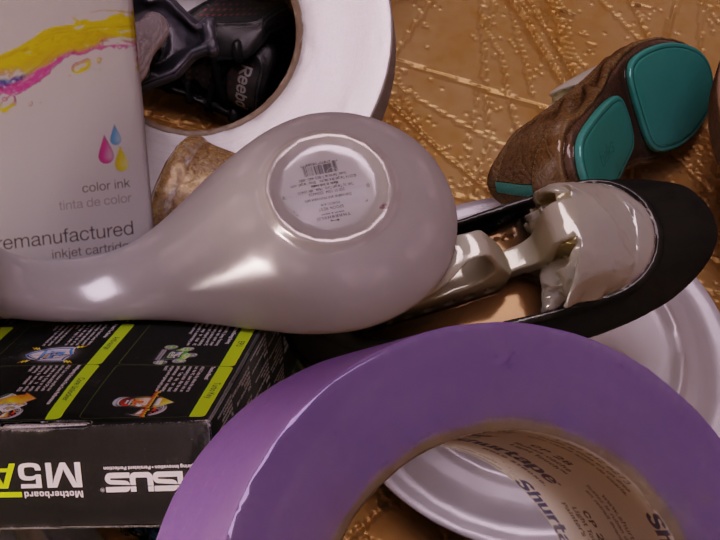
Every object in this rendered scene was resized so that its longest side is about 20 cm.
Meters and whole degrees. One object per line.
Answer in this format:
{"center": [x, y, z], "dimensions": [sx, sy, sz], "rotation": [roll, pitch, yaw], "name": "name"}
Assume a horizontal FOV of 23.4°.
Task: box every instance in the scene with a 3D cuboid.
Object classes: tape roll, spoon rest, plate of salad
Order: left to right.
{"center": [-0.081, -0.114, 0.892], "dimensions": [0.202, 0.037, 0.203], "rotation": [-1, 78, 3], "name": "tape roll"}
{"center": [-0.060, -0.014, 0.700], "dimensions": [0.200, 0.061, 0.099], "rotation": [-8, 64, -10], "name": "spoon rest"}
{"center": [0.034, 0.120, 0.576], "dimensions": [0.200, 0.085, 0.200], "rotation": [3, 81, -22], "name": "tape roll"}
{"center": [0.085, 0.051, 0.858], "dimensions": [0.200, 0.048, 0.200], "rotation": [1, 57, -1], "name": "plate of salad"}

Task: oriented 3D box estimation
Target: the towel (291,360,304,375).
{"center": [-0.098, 0.031, 0.869], "dimensions": [0.152, 0.023, 0.200], "rotation": [-32, 62, -26], "name": "towel"}

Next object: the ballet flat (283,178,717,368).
{"center": [0.065, 0.001, 0.739], "dimensions": [0.200, 0.068, 0.068], "rotation": [-18, 71, -9], "name": "ballet flat"}

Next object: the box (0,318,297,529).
{"center": [-0.133, 0.049, 0.706], "dimensions": [0.193, 0.048, 0.200], "rotation": [0, 14, 6], "name": "box"}

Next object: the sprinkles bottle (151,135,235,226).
{"center": [0.000, 0.000, 0.811], "dimensions": [0.200, 0.068, 0.068], "rotation": [20, 55, 6], "name": "sprinkles bottle"}

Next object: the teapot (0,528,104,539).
{"center": [-0.176, 0.150, 0.701], "dimensions": [0.200, 0.146, 0.197], "rotation": [-28, 62, -24], "name": "teapot"}

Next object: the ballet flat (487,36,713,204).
{"center": [0.124, -0.077, 0.932], "dimensions": [0.072, 0.068, 0.200], "rotation": [-6, 21, 34], "name": "ballet flat"}

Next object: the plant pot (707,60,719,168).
{"center": [0.278, -0.054, 0.925], "dimensions": [0.201, 0.093, 0.201], "rotation": [2, 54, -3], "name": "plant pot"}

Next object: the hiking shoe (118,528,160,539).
{"center": [-0.067, 0.102, 0.726], "dimensions": [0.087, 0.075, 0.200], "rotation": [-10, 15, -4], "name": "hiking shoe"}

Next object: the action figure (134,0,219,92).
{"center": [-0.179, -0.110, 0.821], "dimensions": [0.200, 0.105, 0.194], "rotation": [-28, 93, 2], "name": "action figure"}

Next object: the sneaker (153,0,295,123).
{"center": [-0.093, -0.127, 0.949], "dimensions": [0.200, 0.071, 0.098], "rotation": [-8, 54, -13], "name": "sneaker"}

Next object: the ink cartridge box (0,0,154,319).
{"center": [-0.168, -0.082, 0.733], "dimensions": [0.147, 0.200, 0.086], "rotation": [-7, 17, -13], "name": "ink cartridge box"}
